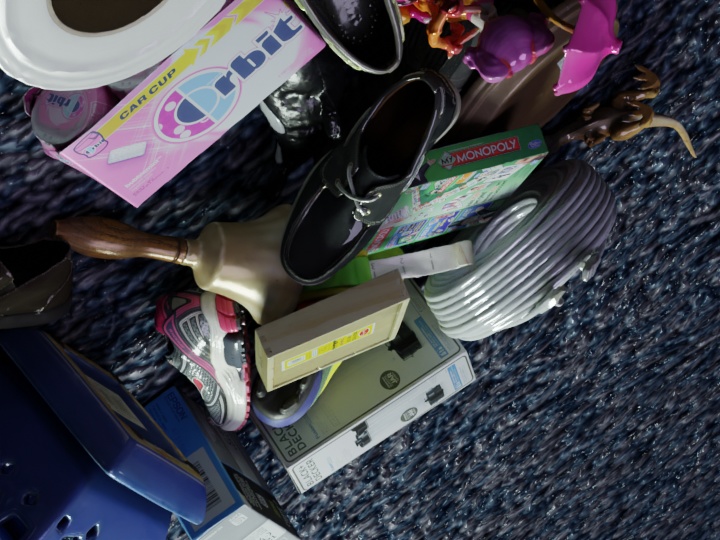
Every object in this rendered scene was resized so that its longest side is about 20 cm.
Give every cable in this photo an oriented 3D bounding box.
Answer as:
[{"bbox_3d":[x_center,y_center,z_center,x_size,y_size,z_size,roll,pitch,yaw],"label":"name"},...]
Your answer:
[{"bbox_3d":[0.141,-0.018,1.838,0.200,0.069,0.200,-33,-165,36],"label":"cable"}]

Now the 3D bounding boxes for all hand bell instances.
[{"bbox_3d":[-0.152,-0.016,1.628,0.199,0.104,0.104,8,131,-28],"label":"hand bell"}]

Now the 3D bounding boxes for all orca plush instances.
[{"bbox_3d":[-0.046,-0.119,1.596,0.105,0.071,0.200,-16,145,-30],"label":"orca plush"}]

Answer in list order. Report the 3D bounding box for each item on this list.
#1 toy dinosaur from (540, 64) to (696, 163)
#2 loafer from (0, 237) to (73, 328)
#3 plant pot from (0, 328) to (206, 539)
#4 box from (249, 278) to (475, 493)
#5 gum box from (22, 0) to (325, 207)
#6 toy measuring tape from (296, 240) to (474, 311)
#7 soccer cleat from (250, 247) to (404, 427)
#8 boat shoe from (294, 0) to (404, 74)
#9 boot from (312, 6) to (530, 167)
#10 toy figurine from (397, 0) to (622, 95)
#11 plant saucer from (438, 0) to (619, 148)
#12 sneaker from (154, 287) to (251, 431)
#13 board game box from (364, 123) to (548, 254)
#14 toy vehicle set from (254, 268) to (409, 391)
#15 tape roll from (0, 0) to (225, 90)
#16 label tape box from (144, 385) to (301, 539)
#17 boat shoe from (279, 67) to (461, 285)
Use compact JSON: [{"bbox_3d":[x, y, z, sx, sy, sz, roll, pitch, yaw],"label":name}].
[{"bbox_3d":[0.249,-0.142,1.899,0.199,0.061,0.106,-8,162,-26],"label":"toy dinosaur"},{"bbox_3d":[-0.298,0.007,1.529,0.200,0.073,0.071,-15,139,-46],"label":"loafer"},{"bbox_3d":[-0.256,0.172,1.678,0.180,0.200,0.200,-44,150,1],"label":"plant pot"},{"bbox_3d":[-0.007,0.102,1.906,0.200,0.117,0.060,-32,150,-5],"label":"box"},{"bbox_3d":[-0.138,-0.141,1.475,0.200,0.066,0.113,-40,151,7],"label":"gum box"},{"bbox_3d":[0.000,0.000,1.734,0.199,0.074,0.074,-10,147,-2],"label":"toy measuring tape"},{"bbox_3d":[-0.032,0.056,1.851,0.200,0.065,0.084,-52,173,-12],"label":"soccer cleat"},{"bbox_3d":[-0.025,-0.221,1.436,0.072,0.060,0.202,-34,130,-2],"label":"boat shoe"},{"bbox_3d":[0.060,-0.139,1.690,0.200,0.068,0.130,-49,154,24],"label":"boot"},{"bbox_3d":[0.104,-0.203,1.519,0.200,0.184,0.150,-27,149,-14],"label":"toy figurine"},{"bbox_3d":[0.148,-0.159,1.726,0.200,0.029,0.200,-39,165,-12],"label":"plant saucer"},{"bbox_3d":[-0.134,0.072,1.788,0.074,0.081,0.200,-2,145,0],"label":"sneaker"},{"bbox_3d":[0.069,-0.065,1.741,0.134,0.029,0.200,-14,168,-15],"label":"board game box"},{"bbox_3d":[-0.026,0.053,1.706,0.124,0.027,0.200,-23,171,-7],"label":"toy vehicle set"},{"bbox_3d":[-0.173,-0.214,1.334,0.202,0.071,0.203,-26,149,-17],"label":"tape roll"},{"bbox_3d":[-0.123,0.206,1.904,0.066,0.143,0.200,-38,150,6],"label":"label tape box"},{"bbox_3d":[0.001,-0.074,1.592,0.200,0.072,0.068,-52,179,8],"label":"boat shoe"}]
